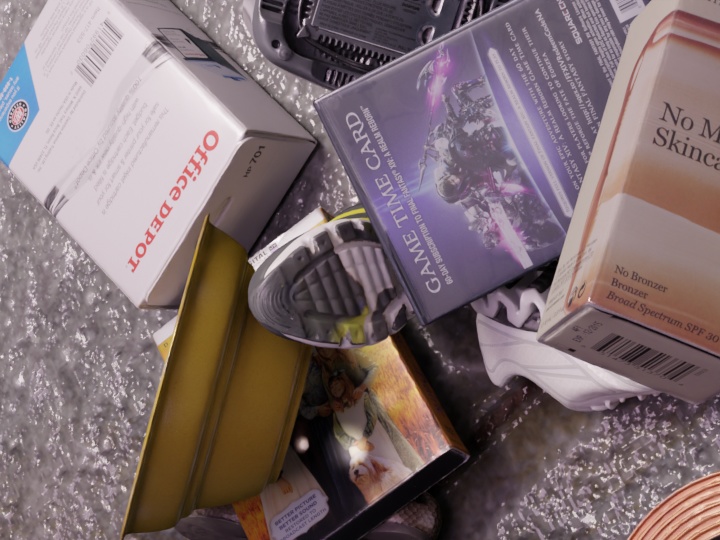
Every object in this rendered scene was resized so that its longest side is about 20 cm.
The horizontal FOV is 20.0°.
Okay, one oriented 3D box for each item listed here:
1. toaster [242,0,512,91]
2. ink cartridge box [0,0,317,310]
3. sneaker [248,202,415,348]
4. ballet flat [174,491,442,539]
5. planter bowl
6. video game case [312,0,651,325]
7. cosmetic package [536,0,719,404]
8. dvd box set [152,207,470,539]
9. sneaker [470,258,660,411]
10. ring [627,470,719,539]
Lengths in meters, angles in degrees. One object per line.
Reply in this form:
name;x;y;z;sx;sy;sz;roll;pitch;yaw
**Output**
toaster;0.007;-0.160;1.211;0.129;0.199;0.114;-133;58;-76
ink cartridge box;-0.148;-0.090;1.373;0.200;0.086;0.147;44;112;26
sneaker;0.000;0.000;1.214;0.084;0.200;0.075;-7;99;45
ballet flat;-0.036;0.155;1.306;0.199;0.067;0.047;-5;57;34
planter bowl;-0.078;0.074;1.212;0.083;0.200;0.201;16;98;-4
video game case;0.093;-0.077;1.158;0.199;0.019;0.143;-27;97;-2
cosmetic package;0.176;-0.044;1.084;0.087;0.103;0.201;132;157;-69
dvd box set;-0.035;0.077;1.283;0.146;0.029;0.200;-36;57;12
sneaker;0.155;0.045;1.178;0.199;0.075;0.081;12;116;31
ring;0.225;0.209;1.135;0.200;0.019;0.201;-6;79;32
